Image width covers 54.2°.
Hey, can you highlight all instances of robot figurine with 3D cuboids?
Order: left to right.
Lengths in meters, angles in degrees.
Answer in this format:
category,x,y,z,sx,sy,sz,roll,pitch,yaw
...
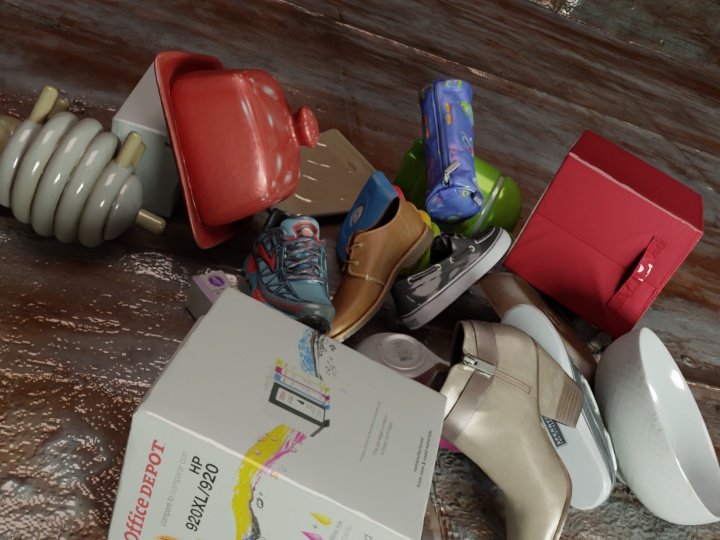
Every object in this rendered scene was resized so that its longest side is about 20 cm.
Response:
category,x,y,z,sx,sy,sz,roll,pitch,yaw
robot figurine,0.147,-0.109,1.020,0.197,0.117,0.176,29,40,5

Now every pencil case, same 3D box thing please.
category,x,y,z,sx,sy,sz,roll,pitch,yaw
pencil case,0.117,-0.161,0.928,0.076,0.087,0.205,-8,61,14

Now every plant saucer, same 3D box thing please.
category,x,y,z,sx,sy,sz,roll,pitch,yaw
plant saucer,0.217,0.069,0.828,0.200,0.037,0.201,43,15,-14

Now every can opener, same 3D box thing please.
category,x,y,z,sx,sy,sz,roll,pitch,yaw
can opener,0.269,0.064,0.938,0.052,0.067,0.201,-37,58,-5

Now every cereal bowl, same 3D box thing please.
category,x,y,z,sx,sy,sz,roll,pitch,yaw
cereal bowl,0.306,0.170,0.750,0.199,0.082,0.204,39,37,-37

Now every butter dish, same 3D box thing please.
category,x,y,z,sx,sy,sz,roll,pitch,yaw
butter dish,-0.116,-0.145,0.771,0.144,0.205,0.200,-8,12,11

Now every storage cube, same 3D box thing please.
category,x,y,z,sx,sy,sz,roll,pitch,yaw
storage cube,0.313,-0.051,0.910,0.178,0.173,0.200,33,30,10

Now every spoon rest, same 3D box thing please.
category,x,y,z,sx,sy,sz,roll,pitch,yaw
spoon rest,0.081,0.103,0.764,0.195,0.062,0.100,-6,42,-19

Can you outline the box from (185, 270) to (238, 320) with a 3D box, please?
category,x,y,z,sx,sy,sz,roll,pitch,yaw
box,-0.100,0.081,0.676,0.038,0.042,0.200,-14,50,-45

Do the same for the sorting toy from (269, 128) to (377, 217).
category,x,y,z,sx,sy,sz,roll,pitch,yaw
sorting toy,-0.071,-0.133,0.993,0.197,0.037,0.186,-14,50,-38

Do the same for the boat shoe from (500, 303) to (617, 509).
category,x,y,z,sx,sy,sz,roll,pitch,yaw
boat shoe,0.202,0.129,0.705,0.067,0.071,0.204,-4,66,-51

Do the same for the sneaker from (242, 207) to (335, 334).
category,x,y,z,sx,sy,sz,roll,pitch,yaw
sneaker,-0.073,-0.008,0.719,0.078,0.098,0.200,13,17,-28

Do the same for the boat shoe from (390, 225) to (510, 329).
category,x,y,z,sx,sy,sz,roll,pitch,yaw
boat shoe,0.104,-0.010,0.830,0.199,0.070,0.067,-38,96,-31

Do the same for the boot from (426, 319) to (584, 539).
category,x,y,z,sx,sy,sz,roll,pitch,yaw
boot,0.117,0.150,0.621,0.144,0.070,0.204,24,71,-14

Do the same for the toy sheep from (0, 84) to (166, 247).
category,x,y,z,sx,sy,sz,roll,pitch,yaw
toy sheep,-0.286,-0.093,0.707,0.197,0.139,0.139,27,33,-7

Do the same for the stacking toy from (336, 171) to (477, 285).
category,x,y,z,sx,sy,sz,roll,pitch,yaw
stacking toy,0.076,-0.028,0.898,0.197,0.111,0.117,26,16,-21

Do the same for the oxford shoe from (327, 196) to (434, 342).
category,x,y,z,sx,sy,sz,roll,pitch,yaw
oxford shoe,0.000,0.000,0.766,0.072,0.071,0.201,50,60,-23

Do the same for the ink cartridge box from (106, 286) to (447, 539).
category,x,y,z,sx,sy,sz,roll,pitch,yaw
ink cartridge box,-0.059,0.144,0.521,0.196,0.149,0.146,25,34,1

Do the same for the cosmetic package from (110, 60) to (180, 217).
category,x,y,z,sx,sy,sz,roll,pitch,yaw
cosmetic package,-0.240,-0.170,0.860,0.083,0.109,0.202,16,34,-9

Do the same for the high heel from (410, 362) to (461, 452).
category,x,y,z,sx,sy,sz,roll,pitch,yaw
high heel,0.108,0.166,0.707,0.198,0.095,0.068,31,38,-29
